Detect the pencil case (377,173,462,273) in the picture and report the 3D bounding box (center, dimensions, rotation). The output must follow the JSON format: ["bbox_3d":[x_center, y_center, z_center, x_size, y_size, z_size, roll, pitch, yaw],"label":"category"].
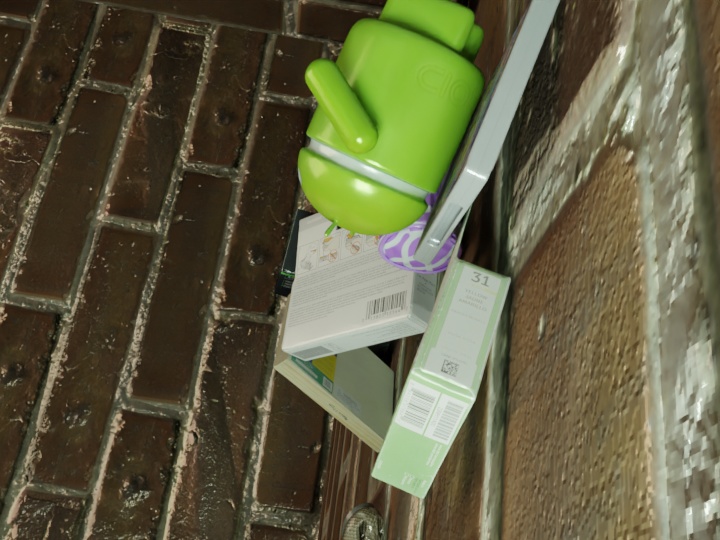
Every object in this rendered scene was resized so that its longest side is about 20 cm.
[{"bbox_3d":[0.066,-0.096,0.763,0.085,0.084,0.201,-37,41,51],"label":"pencil case"}]

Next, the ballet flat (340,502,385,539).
[{"bbox_3d":[-0.005,0.372,0.976,0.046,0.067,0.200,44,129,46],"label":"ballet flat"}]

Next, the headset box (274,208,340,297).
[{"bbox_3d":[-0.026,-0.004,1.141,0.200,0.174,0.093,132,152,-75],"label":"headset box"}]

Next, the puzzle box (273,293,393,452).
[{"bbox_3d":[-0.028,0.128,1.028,0.025,0.200,0.133,-31,30,27],"label":"puzzle box"}]

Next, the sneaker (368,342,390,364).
[{"bbox_3d":[0.021,0.125,1.212,0.200,0.075,0.079,107,149,-66],"label":"sneaker"}]

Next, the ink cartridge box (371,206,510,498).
[{"bbox_3d":[0.069,0.042,0.575,0.146,0.048,0.200,103,-169,-50],"label":"ink cartridge box"}]

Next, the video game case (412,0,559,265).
[{"bbox_3d":[0.086,-0.094,0.578,0.200,0.018,0.144,111,-177,-75],"label":"video game case"}]

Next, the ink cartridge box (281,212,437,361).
[{"bbox_3d":[0.000,0.000,0.910,0.200,0.045,0.177,-18,55,40],"label":"ink cartridge box"}]

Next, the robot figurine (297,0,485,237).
[{"bbox_3d":[0.023,-0.117,0.632,0.200,0.115,0.175,-66,-15,8],"label":"robot figurine"}]

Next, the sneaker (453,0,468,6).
[{"bbox_3d":[0.092,-0.363,0.938,0.200,0.085,0.077,-85,4,-51],"label":"sneaker"}]
